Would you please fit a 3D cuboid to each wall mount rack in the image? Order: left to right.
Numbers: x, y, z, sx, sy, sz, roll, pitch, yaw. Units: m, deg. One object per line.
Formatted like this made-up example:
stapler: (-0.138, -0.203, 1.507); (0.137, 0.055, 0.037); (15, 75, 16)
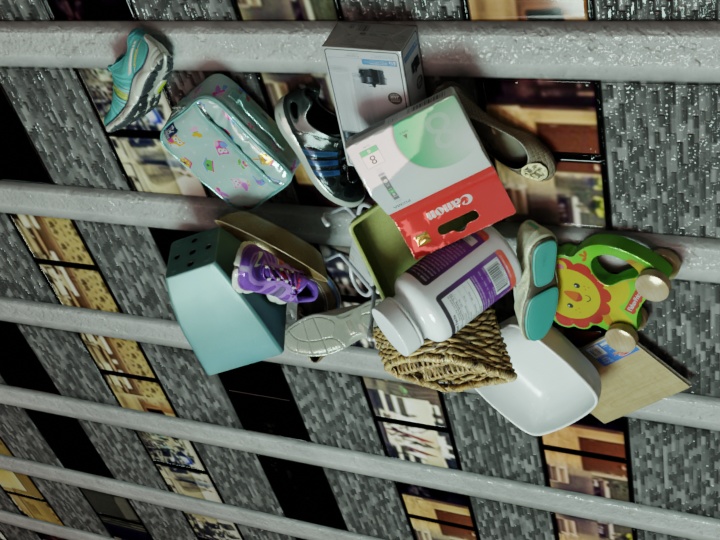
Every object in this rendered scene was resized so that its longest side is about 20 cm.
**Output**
wall mount rack: (0.000, 0.000, 1.617); (0.174, 0.074, 0.201); (49, 151, 29)

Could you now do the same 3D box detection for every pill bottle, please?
pill bottle: (0.118, 0.028, 1.459); (0.112, 0.199, 0.112); (50, 167, 16)

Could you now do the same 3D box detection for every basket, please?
basket: (0.119, 0.131, 1.603); (0.200, 0.142, 0.150); (-19, 90, 58)

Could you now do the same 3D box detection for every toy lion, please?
toy lion: (0.337, 0.019, 1.510); (0.191, 0.069, 0.201); (29, 141, 11)

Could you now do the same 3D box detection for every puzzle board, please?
puzzle board: (0.400, 0.168, 1.658); (0.150, 0.017, 0.200); (37, 142, -10)

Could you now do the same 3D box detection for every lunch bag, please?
lunch bag: (-0.194, -0.190, 1.561); (0.200, 0.077, 0.160); (42, 140, -20)

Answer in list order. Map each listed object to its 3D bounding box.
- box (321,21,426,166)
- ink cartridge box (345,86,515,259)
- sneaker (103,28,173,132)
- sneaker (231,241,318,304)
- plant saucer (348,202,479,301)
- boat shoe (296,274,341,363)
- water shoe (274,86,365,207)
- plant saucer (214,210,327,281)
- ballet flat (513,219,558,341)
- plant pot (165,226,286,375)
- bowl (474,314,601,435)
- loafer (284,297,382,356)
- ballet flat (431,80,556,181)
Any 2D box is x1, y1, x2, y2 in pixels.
box: (0.027, -0.230, 1.406); (0.116, 0.060, 0.201); (10, 138, 21)
ink cartridge box: (0.095, -0.119, 1.377); (0.160, 0.050, 0.201); (-25, 109, 15)
sneaker: (-0.342, -0.283, 1.568); (0.080, 0.077, 0.200); (48, 135, 5)
sneaker: (-0.129, 0.007, 1.624); (0.083, 0.081, 0.200); (8, 173, 30)
plant saucer: (0.086, -0.053, 1.503); (0.048, 0.199, 0.201); (41, 162, 51)
boat shoe: (-0.074, 0.082, 1.796); (0.072, 0.073, 0.201); (10, 138, 21)
water shoe: (-0.044, -0.173, 1.501); (0.079, 0.072, 0.200); (-17, 124, 39)
plant saucer: (-0.131, -0.044, 1.626); (0.199, 0.036, 0.200); (28, 174, 3)
ballet flat: (0.251, 0.012, 1.508); (0.062, 0.067, 0.201); (51, 151, 44)
plant pot: (-0.224, 0.039, 1.690); (0.140, 0.142, 0.201); (-16, 131, 14)
bowl: (0.275, 0.156, 1.659); (0.200, 0.075, 0.200); (43, 142, -3)
loafer: (-0.030, 0.093, 1.735); (0.199, 0.063, 0.072); (-17, 93, 11)
ballet flat: (0.176, -0.177, 1.390); (0.200, 0.046, 0.067); (37, 139, -10)
